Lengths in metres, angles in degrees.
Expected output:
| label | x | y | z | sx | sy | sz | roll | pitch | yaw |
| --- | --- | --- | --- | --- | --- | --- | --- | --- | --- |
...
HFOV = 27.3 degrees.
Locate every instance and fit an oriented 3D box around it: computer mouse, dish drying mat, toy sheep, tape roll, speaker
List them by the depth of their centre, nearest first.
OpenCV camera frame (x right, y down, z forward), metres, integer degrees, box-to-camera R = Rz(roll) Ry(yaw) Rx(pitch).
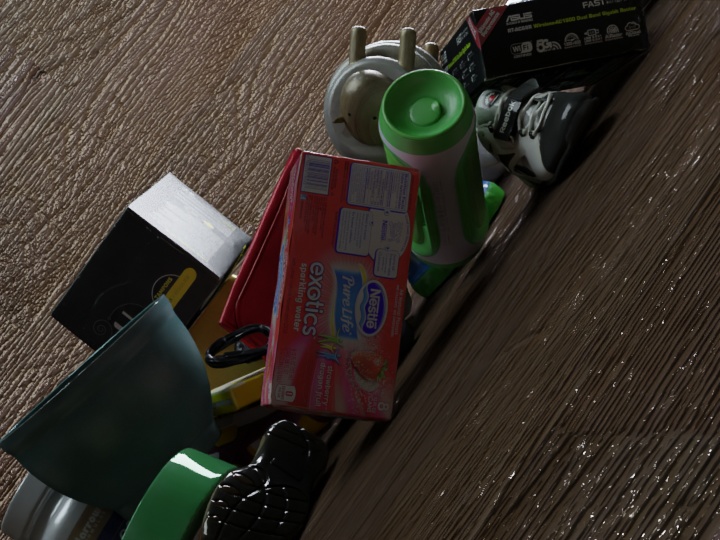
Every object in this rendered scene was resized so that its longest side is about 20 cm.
| label | x | y | z | sx | sy | sz | roll | pitch | yaw |
| --- | --- | --- | --- | --- | --- | --- | --- | --- | --- |
| tape roll | -0.159 | 0.252 | 1.248 | 0.200 | 0.048 | 0.203 | 20 | -91 | -78 |
| speaker | 0.066 | -0.084 | 1.293 | 0.089 | 0.088 | 0.201 | -53 | -25 | -21 |
| computer mouse | -0.047 | 0.073 | 1.369 | 0.059 | 0.197 | 0.034 | -85 | -15 | -45 |
| toy sheep | 0.029 | -0.152 | 1.383 | 0.138 | 0.138 | 0.200 | -51 | -16 | 13 |
| dish drying mat | -0.074 | -0.017 | 1.447 | 0.018 | 0.077 | 0.202 | -6 | 54 | 45 |

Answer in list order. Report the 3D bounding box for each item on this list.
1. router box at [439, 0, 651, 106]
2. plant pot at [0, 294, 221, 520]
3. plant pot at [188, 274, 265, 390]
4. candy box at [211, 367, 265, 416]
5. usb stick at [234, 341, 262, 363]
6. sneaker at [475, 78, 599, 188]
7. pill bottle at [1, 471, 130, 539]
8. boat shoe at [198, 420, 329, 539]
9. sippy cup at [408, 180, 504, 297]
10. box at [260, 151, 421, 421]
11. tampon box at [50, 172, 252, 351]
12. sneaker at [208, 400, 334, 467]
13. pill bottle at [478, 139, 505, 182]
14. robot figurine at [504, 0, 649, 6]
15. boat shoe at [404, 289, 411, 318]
| label | x | y | z | sx | sy | sz | roll | pitch | yaw |
| --- | --- | --- | --- | --- | --- | --- | --- | --- | --- |
| router box | 0.161 | -0.199 | 1.341 | 0.148 | 0.063 | 0.200 | -11 | -1 | -6 |
| plant pot | -0.211 | 0.139 | 1.349 | 0.200 | 0.135 | 0.200 | -40 | 6 | 5 |
| plant pot | -0.119 | 0.120 | 1.612 | 0.201 | 0.176 | 0.200 | -54 | 3 | -15 |
| candy box | -0.059 | 0.093 | 1.435 | 0.198 | 0.027 | 0.102 | -22 | 3 | -30 |
| usb stick | -0.049 | 0.050 | 1.460 | 0.198 | 0.033 | 0.056 | -19 | 42 | 40 |
| sneaker | 0.138 | -0.120 | 1.246 | 0.075 | 0.088 | 0.200 | -59 | 4 | -9 |
| pill bottle | -0.237 | 0.262 | 1.415 | 0.112 | 0.198 | 0.111 | -61 | -3 | -6 |
| boat shoe | -0.083 | 0.200 | 1.222 | 0.074 | 0.075 | 0.200 | -59 | -6 | 25 |
| sippy cup | 0.056 | -0.065 | 1.499 | 0.140 | 0.130 | 0.178 | -54 | 4 | -21 |
| box | -0.017 | 0.016 | 1.195 | 0.095 | 0.101 | 0.203 | 144 | 133 | -80 |
| tampon box | -0.221 | 0.005 | 1.616 | 0.150 | 0.126 | 0.200 | -52 | 4 | 15 |
| sneaker | -0.062 | 0.158 | 1.413 | 0.198 | 0.091 | 0.075 | -21 | 0 | 35 |
| pill bottle | 0.103 | -0.131 | 1.679 | 0.116 | 0.115 | 0.200 | -54 | 4 | -28 |
| robot figurine | 0.219 | -0.270 | 1.501 | 0.201 | 0.113 | 0.169 | -51 | -39 | 2 |
| boat shoe | 0.000 | 0.000 | 1.478 | 0.057 | 0.068 | 0.201 | -42 | -33 | -14 |
